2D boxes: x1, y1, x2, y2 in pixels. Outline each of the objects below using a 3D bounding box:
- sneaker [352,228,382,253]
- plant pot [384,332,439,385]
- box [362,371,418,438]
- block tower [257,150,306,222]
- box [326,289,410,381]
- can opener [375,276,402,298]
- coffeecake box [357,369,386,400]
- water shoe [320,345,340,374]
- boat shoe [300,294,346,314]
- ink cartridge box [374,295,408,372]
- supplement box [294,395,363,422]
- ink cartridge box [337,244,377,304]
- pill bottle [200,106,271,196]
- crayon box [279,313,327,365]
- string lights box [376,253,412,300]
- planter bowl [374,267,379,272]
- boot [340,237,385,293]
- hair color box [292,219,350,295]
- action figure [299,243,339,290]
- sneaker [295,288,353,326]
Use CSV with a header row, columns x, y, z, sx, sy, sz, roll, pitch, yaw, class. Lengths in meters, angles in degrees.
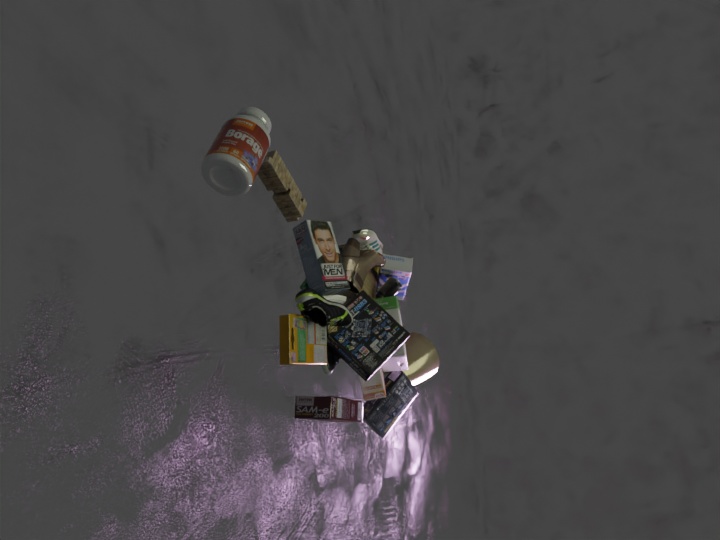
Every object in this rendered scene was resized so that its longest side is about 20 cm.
x,y,z,sx,sy,sz,roll,pitch,yaw,class
0.031,-0.073,1.876,0.200,0.070,0.094,42,41,-61,sneaker
0.155,0.350,1.960,0.200,0.187,0.188,-29,111,-49,plant pot
0.095,0.440,1.804,0.200,0.051,0.158,-49,136,-15,box
-0.203,-0.216,1.391,0.200,0.054,0.058,61,32,-44,block tower
0.011,0.183,1.564,0.200,0.198,0.050,-40,166,-37,box
0.067,0.096,1.793,0.053,0.200,0.066,42,37,4,can opener
0.025,0.277,1.695,0.154,0.073,0.200,-95,174,-62,coffeecake box
-0.060,0.211,1.584,0.200,0.079,0.072,-74,148,-41,water shoe
-0.104,0.098,1.530,0.200,0.072,0.069,3,95,-68,boat shoe
0.094,0.203,1.712,0.146,0.084,0.200,74,9,-60,ink cartridge box
-0.081,0.375,1.459,0.200,0.109,0.061,35,53,-59,supplement box
-0.018,0.036,1.732,0.200,0.075,0.165,52,38,-50,ink cartridge box
-0.264,-0.268,1.190,0.112,0.112,0.200,60,32,-43,pill bottle
-0.154,0.181,1.409,0.200,0.052,0.126,21,64,-65,crayon box
0.110,0.023,1.822,0.200,0.103,0.059,97,2,-61,string lights box
0.101,0.050,1.994,0.200,0.083,0.201,-7,90,-66,planter bowl
0.000,0.000,1.622,0.200,0.070,0.146,32,59,-42,boot
-0.106,-0.033,1.473,0.099,0.061,0.200,-2,70,-50,hair color box
-0.116,0.004,1.538,0.200,0.055,0.118,-51,132,-55,action figure
-0.097,0.120,1.413,0.200,0.072,0.083,30,33,-39,sneaker
